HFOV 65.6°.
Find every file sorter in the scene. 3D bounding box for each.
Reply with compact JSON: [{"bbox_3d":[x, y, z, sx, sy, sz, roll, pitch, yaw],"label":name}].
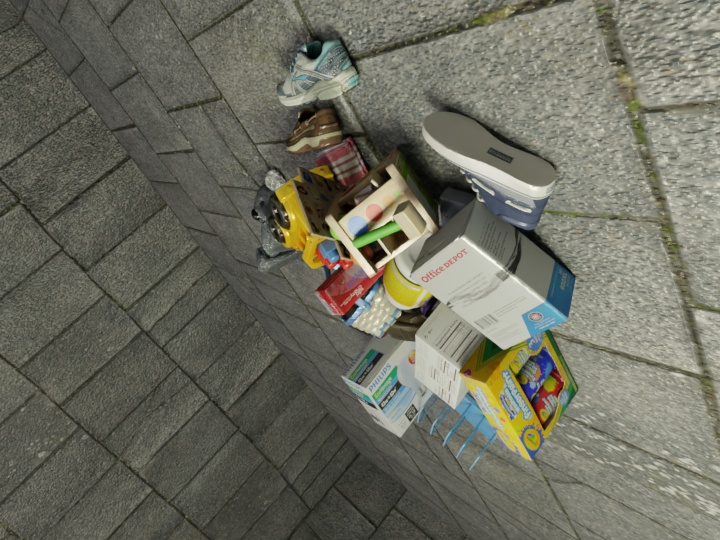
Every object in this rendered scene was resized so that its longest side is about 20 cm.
[{"bbox_3d":[0.261,0.411,1.494,0.198,0.123,0.140,38,159,20],"label":"file sorter"}]

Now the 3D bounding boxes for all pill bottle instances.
[{"bbox_3d":[0.102,0.003,1.067,0.112,0.112,0.201,42,159,9],"label":"pill bottle"}]

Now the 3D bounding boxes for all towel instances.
[{"bbox_3d":[-0.006,-0.155,1.092,0.203,0.030,0.145,60,155,-15],"label":"towel"}]

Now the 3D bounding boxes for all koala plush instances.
[{"bbox_3d":[-0.203,-0.135,1.416,0.204,0.180,0.178,62,155,16],"label":"koala plush"}]

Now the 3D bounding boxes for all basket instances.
[{"bbox_3d":[-0.007,0.046,1.298,0.197,0.141,0.177,32,-167,-20],"label":"basket"}]

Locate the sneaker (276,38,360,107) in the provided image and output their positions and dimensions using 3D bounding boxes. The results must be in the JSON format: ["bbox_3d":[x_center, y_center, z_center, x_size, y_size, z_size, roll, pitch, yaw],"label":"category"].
[{"bbox_3d":[-0.077,-0.325,0.908,0.197,0.077,0.088,8,127,49],"label":"sneaker"}]

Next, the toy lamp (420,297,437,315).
[{"bbox_3d":[0.080,0.015,1.220,0.199,0.058,0.059,42,160,16],"label":"toy lamp"}]

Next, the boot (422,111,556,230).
[{"bbox_3d":[0.162,-0.131,0.755,0.198,0.073,0.091,37,153,23],"label":"boot"}]

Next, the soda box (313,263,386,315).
[{"bbox_3d":[0.000,0.000,1.141,0.064,0.200,0.070,50,158,-14],"label":"soda box"}]

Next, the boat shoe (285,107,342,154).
[{"bbox_3d":[-0.090,-0.266,1.046,0.201,0.073,0.077,11,118,60],"label":"boat shoe"}]

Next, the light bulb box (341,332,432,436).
[{"bbox_3d":[0.085,0.295,1.522,0.123,0.199,0.202,11,142,54],"label":"light bulb box"}]

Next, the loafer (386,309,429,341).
[{"bbox_3d":[0.146,0.129,1.290,0.195,0.068,0.077,10,146,34],"label":"loafer"}]

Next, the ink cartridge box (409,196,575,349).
[{"bbox_3d":[0.194,0.010,0.834,0.198,0.085,0.145,36,145,-10],"label":"ink cartridge box"}]

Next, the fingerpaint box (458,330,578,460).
[{"bbox_3d":[0.284,0.197,0.985,0.073,0.167,0.202,10,139,57],"label":"fingerpaint box"}]

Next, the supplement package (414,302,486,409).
[{"bbox_3d":[0.191,0.144,1.089,0.110,0.156,0.202,35,157,23],"label":"supplement package"}]

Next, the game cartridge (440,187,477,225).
[{"bbox_3d":[0.196,-0.042,0.911,0.131,0.041,0.203,23,149,42],"label":"game cartridge"}]

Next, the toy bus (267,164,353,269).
[{"bbox_3d":[-0.083,-0.075,1.110,0.195,0.134,0.201,56,158,11],"label":"toy bus"}]

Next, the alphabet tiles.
[{"bbox_3d":[-0.043,-0.092,0.967,0.198,0.007,0.171,9,-125,-59],"label":"alphabet tiles"}]

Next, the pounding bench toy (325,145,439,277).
[{"bbox_3d":[0.028,-0.076,0.877,0.125,0.154,0.201,50,-160,-15],"label":"pounding bench toy"}]
